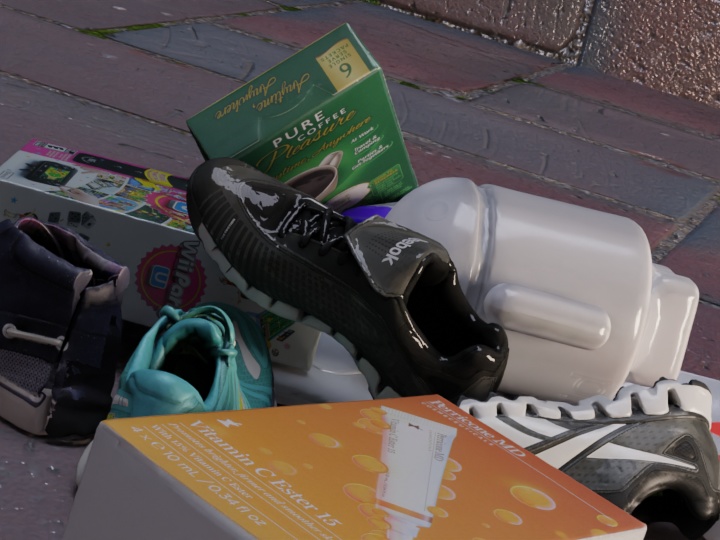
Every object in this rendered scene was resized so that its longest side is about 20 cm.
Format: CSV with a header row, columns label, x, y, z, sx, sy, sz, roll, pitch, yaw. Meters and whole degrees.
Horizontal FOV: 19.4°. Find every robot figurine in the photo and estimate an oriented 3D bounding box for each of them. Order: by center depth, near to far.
label,x,y,z,sx,sy,sz,roll,pitch,yaw
robot figurine,0.088,0.013,1.197,0.199,0.113,0.170,13,3,-11

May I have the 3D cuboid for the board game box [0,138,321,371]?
label,x,y,z,sx,sy,sz,roll,pitch,yaw
board game box,-0.113,-0.013,1.219,0.199,0.064,0.148,16,13,-2

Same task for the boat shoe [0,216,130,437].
label,x,y,z,sx,sy,sz,roll,pitch,yaw
boat shoe,-0.195,0.007,1.090,0.200,0.093,0.075,24,16,32

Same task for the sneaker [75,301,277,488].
label,x,y,z,sx,sy,sz,roll,pitch,yaw
sneaker,-0.078,0.054,1.034,0.077,0.080,0.200,17,19,2

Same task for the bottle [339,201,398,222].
label,x,y,z,sx,sy,sz,roll,pitch,yaw
bottle,0.044,-0.008,1.432,0.065,0.084,0.200,-1,4,28

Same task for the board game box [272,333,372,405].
label,x,y,z,sx,sy,sz,roll,pitch,yaw
board game box,-0.021,0.059,1.217,0.199,0.026,0.200,14,13,-5

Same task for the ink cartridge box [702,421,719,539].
label,x,y,z,sx,sy,sz,roll,pitch,yaw
ink cartridge box,0.244,0.124,1.115,0.161,0.050,0.200,4,33,-37

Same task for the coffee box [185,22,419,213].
label,x,y,z,sx,sy,sz,roll,pitch,yaw
coffee box,-0.033,-0.073,1.360,0.044,0.123,0.200,57,-2,22

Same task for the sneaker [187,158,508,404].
label,x,y,z,sx,sy,sz,roll,pitch,yaw
sneaker,0.000,0.000,1.085,0.200,0.091,0.066,42,48,3

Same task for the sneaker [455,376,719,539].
label,x,y,z,sx,sy,sz,roll,pitch,yaw
sneaker,0.091,0.109,1.041,0.199,0.067,0.091,-7,57,-13

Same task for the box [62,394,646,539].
label,x,y,z,sx,sy,sz,roll,pitch,yaw
box,-0.004,0.122,0.818,0.124,0.098,0.200,30,19,36

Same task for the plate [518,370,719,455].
label,x,y,z,sx,sy,sz,roll,pitch,yaw
plate,0.181,0.097,1.274,0.199,0.032,0.200,15,13,-6
